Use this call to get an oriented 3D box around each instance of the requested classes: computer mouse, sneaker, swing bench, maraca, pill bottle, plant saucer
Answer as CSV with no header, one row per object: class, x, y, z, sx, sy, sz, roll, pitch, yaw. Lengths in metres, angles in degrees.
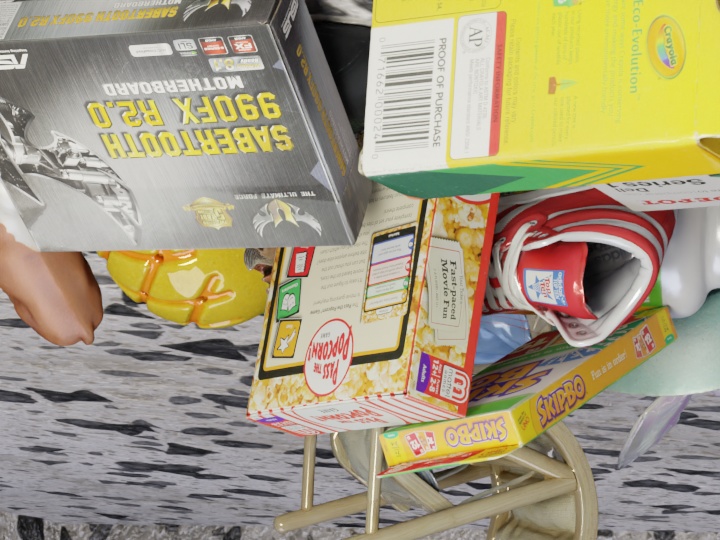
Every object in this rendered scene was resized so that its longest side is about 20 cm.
computer mouse,-0.064,-0.100,1.186,0.198,0.053,0.139,1,166,14
sneaker,0.082,0.005,1.202,0.199,0.072,0.113,-19,-161,18
swing bench,0.055,0.147,1.584,0.198,0.131,0.199,5,176,-16
maraca,-0.127,-0.038,1.358,0.200,0.107,0.137,45,151,-26
pill bottle,0.157,-0.028,1.296,0.198,0.112,0.111,1,167,13
plant saucer,0.216,0.004,1.372,0.199,0.201,0.039,-3,124,28

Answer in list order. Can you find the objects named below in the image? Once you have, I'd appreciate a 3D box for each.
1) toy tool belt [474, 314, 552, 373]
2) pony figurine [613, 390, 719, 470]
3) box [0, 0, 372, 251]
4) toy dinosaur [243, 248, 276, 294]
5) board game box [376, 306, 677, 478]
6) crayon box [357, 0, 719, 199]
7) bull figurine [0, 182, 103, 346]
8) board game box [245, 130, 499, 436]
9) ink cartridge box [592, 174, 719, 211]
toy tool belt,0.078,0.036,1.576,0.199,0.124,0.125,-4,165,35
pony figurine,0.280,0.070,1.612,0.199,0.167,0.194,22,145,16
box,-0.109,-0.082,1.135,0.198,0.049,0.159,0,136,21
toy dinosaur,0.000,0.000,1.362,0.086,0.136,0.200,-35,180,8
board game box,0.094,0.069,1.213,0.095,0.030,0.200,-15,-169,40
crayon box,0.099,-0.104,0.945,0.199,0.128,0.051,-3,166,32
bull figurine,-0.226,-0.037,1.369,0.121,0.065,0.201,38,153,48
board game box,0.010,-0.012,1.208,0.046,0.202,0.151,22,160,-34
ink cartridge box,0.161,-0.095,1.058,0.145,0.085,0.200,-3,165,33
